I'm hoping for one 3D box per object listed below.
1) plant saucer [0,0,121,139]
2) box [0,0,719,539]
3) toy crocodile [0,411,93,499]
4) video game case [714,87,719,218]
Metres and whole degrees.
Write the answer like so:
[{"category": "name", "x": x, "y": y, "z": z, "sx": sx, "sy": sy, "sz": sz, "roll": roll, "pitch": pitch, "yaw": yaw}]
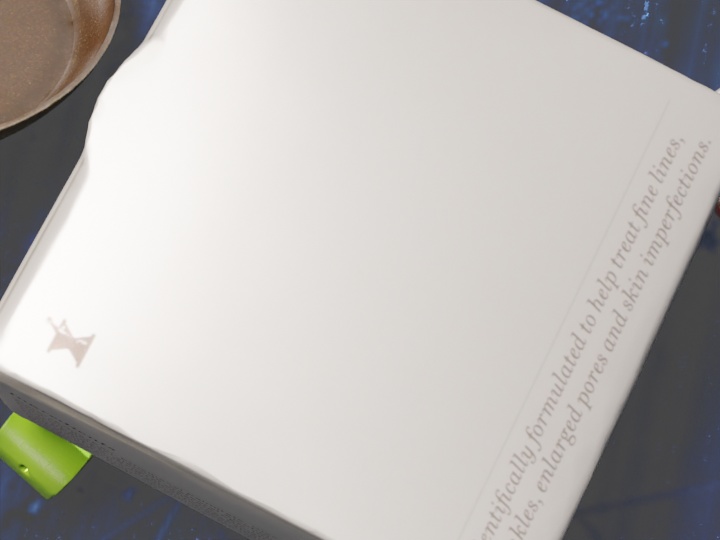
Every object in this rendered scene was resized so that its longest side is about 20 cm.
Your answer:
[{"category": "plant saucer", "x": -0.202, "y": -0.110, "z": 0.847, "sx": 0.198, "sy": 0.032, "sz": 0.201, "roll": 5, "pitch": 45, "yaw": -5}, {"category": "box", "x": 0.000, "y": 0.000, "z": 0.705, "sx": 0.199, "sy": 0.131, "sz": 0.200, "roll": 27, "pitch": 78, "yaw": 2}, {"category": "toy crocodile", "x": -0.079, "y": 0.001, "z": 0.799, "sx": 0.067, "sy": 0.062, "sz": 0.201, "roll": 27, "pitch": 76, "yaw": 0}, {"category": "video game case", "x": 0.226, "y": -0.018, "z": 0.741, "sx": 0.143, "sy": 0.017, "sz": 0.201, "roll": -35, "pitch": 64, "yaw": 1}]
